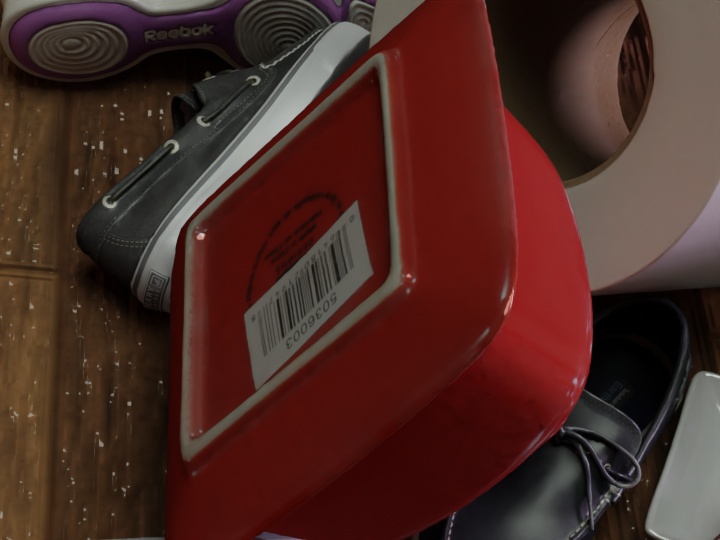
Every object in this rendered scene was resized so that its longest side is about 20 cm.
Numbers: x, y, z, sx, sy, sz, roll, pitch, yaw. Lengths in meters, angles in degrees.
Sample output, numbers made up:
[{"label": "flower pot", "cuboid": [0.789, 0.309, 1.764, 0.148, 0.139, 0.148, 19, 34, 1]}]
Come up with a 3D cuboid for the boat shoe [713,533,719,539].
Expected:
[{"label": "boat shoe", "cuboid": [0.192, 0.107, 0.919, 0.199, 0.073, 0.072, -31, 30, -24]}]

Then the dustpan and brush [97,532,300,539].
[{"label": "dustpan and brush", "cuboid": [-0.030, 0.165, 0.825, 0.138, 0.057, 0.201, -1, 48, -17]}]

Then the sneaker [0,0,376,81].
[{"label": "sneaker", "cuboid": [-0.084, -0.150, 1.095, 0.198, 0.075, 0.100, -2, 49, -18]}]

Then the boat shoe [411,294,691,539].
[{"label": "boat shoe", "cuboid": [0.085, 0.078, 0.940, 0.074, 0.063, 0.200, 34, 49, 14]}]

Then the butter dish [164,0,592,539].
[{"label": "butter dish", "cuboid": [0.025, 0.024, 0.868, 0.147, 0.200, 0.201, 31, 36, -29]}]

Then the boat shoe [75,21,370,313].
[{"label": "boat shoe", "cuboid": [-0.064, -0.061, 1.029, 0.066, 0.070, 0.200, 29, 54, 10]}]

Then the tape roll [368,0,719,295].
[{"label": "tape roll", "cuboid": [0.122, -0.090, 0.985, 0.139, 0.203, 0.203, -2, 43, -50]}]

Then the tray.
[{"label": "tray", "cuboid": [0.227, 0.122, 0.966, 0.198, 0.022, 0.108, 22, 47, 5]}]
